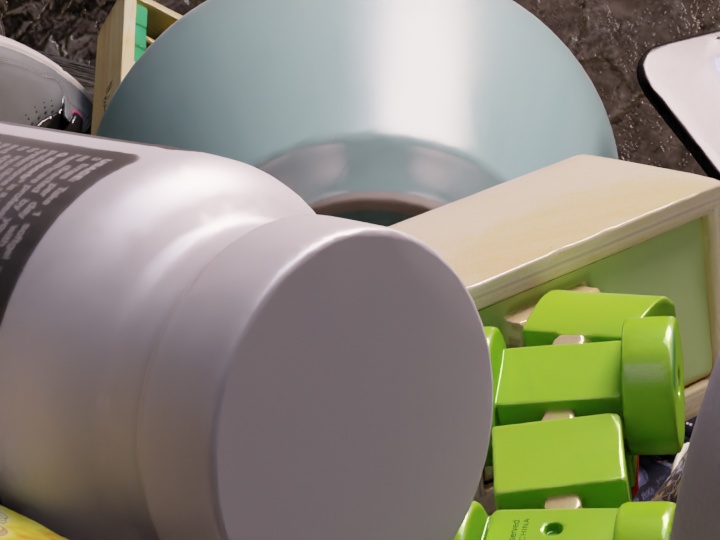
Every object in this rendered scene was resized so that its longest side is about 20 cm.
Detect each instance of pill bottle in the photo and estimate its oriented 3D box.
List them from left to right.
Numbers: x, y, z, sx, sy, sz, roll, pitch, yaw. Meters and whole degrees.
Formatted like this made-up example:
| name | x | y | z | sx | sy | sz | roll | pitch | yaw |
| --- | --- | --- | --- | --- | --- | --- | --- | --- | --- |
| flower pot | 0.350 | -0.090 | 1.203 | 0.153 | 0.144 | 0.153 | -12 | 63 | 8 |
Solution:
| name | x | y | z | sx | sy | sz | roll | pitch | yaw |
| --- | --- | --- | --- | --- | --- | --- | --- | --- | --- |
| pill bottle | -0.072 | 0.023 | 0.683 | 0.200 | 0.116 | 0.116 | 11 | 1 | 44 |

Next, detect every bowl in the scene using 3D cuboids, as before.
| name | x | y | z | sx | sy | sz | roll | pitch | yaw |
| --- | --- | --- | --- | --- | --- | --- | --- | --- | --- |
| bowl | 0.000 | 0.000 | 0.953 | 0.201 | 0.201 | 0.105 | 14 | 26 | -10 |

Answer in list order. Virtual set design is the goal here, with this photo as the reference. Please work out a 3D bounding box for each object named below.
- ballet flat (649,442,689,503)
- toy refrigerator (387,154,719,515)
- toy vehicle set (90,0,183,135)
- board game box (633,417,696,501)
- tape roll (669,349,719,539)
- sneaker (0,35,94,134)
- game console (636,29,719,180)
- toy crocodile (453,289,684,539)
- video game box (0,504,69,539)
| name | x | y | z | sx | sy | sz | roll | pitch | yaw |
| --- | --- | --- | --- | --- | --- | --- | --- | --- | --- |
| ballet flat | 0.142 | 0.054 | 0.819 | 0.072 | 0.072 | 0.200 | 18 | 22 | 28 |
| toy refrigerator | 0.029 | 0.029 | 0.814 | 0.200 | 0.076 | 0.070 | -20 | 24 | -40 |
| toy vehicle set | -0.051 | -0.036 | 1.105 | 0.124 | 0.027 | 0.200 | 26 | 27 | -19 |
| board game box | 0.155 | 0.093 | 0.858 | 0.200 | 0.035 | 0.135 | 19 | 24 | 12 |
| tape roll | 0.156 | 0.049 | 0.692 | 0.071 | 0.203 | 0.202 | 19 | 7 | 32 |
| sneaker | -0.101 | -0.023 | 1.147 | 0.121 | 0.084 | 0.200 | 22 | -16 | 44 |
| game console | 0.232 | -0.057 | 0.941 | 0.200 | 0.116 | 0.176 | -16 | 0 | -31 |
| toy crocodile | 0.054 | 0.066 | 0.713 | 0.067 | 0.062 | 0.200 | -5 | 34 | 12 |
| video game box | -0.191 | 0.049 | 0.583 | 0.182 | 0.047 | 0.200 | 17 | 6 | 38 |
